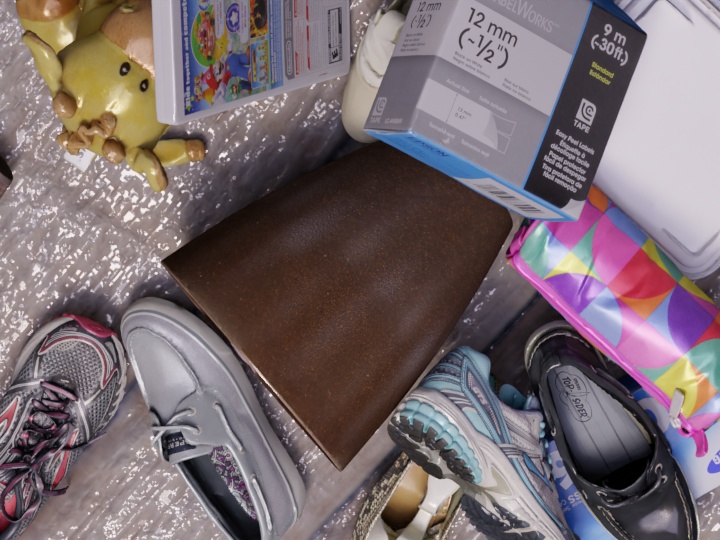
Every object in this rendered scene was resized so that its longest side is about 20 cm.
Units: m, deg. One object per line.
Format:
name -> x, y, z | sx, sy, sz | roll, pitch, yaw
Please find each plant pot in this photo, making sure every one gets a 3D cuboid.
plant pot -> 0.000, 0.000, 1.492 | 0.200, 0.187, 0.187 | -41, 102, -4

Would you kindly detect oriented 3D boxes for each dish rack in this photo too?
dish rack -> 0.217, -0.101, 1.519 | 0.200, 0.044, 0.172 | 41, 101, -11

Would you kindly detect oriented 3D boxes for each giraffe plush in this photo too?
giraffe plush -> -0.156, -0.137, 1.449 | 0.172, 0.162, 0.201 | 19, 105, -5

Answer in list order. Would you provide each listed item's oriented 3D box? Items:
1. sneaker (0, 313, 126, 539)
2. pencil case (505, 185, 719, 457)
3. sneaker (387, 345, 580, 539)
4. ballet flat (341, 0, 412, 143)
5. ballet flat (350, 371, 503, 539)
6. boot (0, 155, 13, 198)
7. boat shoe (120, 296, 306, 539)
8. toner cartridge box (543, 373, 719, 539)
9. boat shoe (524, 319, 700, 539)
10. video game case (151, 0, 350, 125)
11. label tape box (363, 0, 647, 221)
sneaker -> -0.228, 0.124, 1.567 | 0.080, 0.075, 0.201 | 27, 106, -7
pencil case -> 0.188, 0.027, 1.500 | 0.200, 0.088, 0.088 | 45, 102, 2
sneaker -> 0.106, 0.130, 1.512 | 0.087, 0.077, 0.200 | -56, 129, -20
ballet flat -> 0.044, -0.175, 1.485 | 0.069, 0.069, 0.200 | 37, 98, -9
ballet flat -> 0.045, 0.163, 1.578 | 0.068, 0.075, 0.201 | 26, 105, -8
boot -> -0.342, -0.078, 1.518 | 0.146, 0.070, 0.200 | -35, 102, 12
boat shoe -> -0.110, 0.113, 1.558 | 0.070, 0.072, 0.201 | -23, 107, 33
toner cartridge box -> 0.204, 0.126, 1.582 | 0.199, 0.043, 0.095 | -32, 103, 9
boat shoe -> 0.177, 0.129, 1.527 | 0.074, 0.066, 0.200 | -25, 103, 6
video game case -> -0.068, -0.183, 1.429 | 0.018, 0.200, 0.144 | 9, 109, 31
label tape box -> 0.106, -0.151, 1.426 | 0.143, 0.066, 0.201 | 25, 83, -28
